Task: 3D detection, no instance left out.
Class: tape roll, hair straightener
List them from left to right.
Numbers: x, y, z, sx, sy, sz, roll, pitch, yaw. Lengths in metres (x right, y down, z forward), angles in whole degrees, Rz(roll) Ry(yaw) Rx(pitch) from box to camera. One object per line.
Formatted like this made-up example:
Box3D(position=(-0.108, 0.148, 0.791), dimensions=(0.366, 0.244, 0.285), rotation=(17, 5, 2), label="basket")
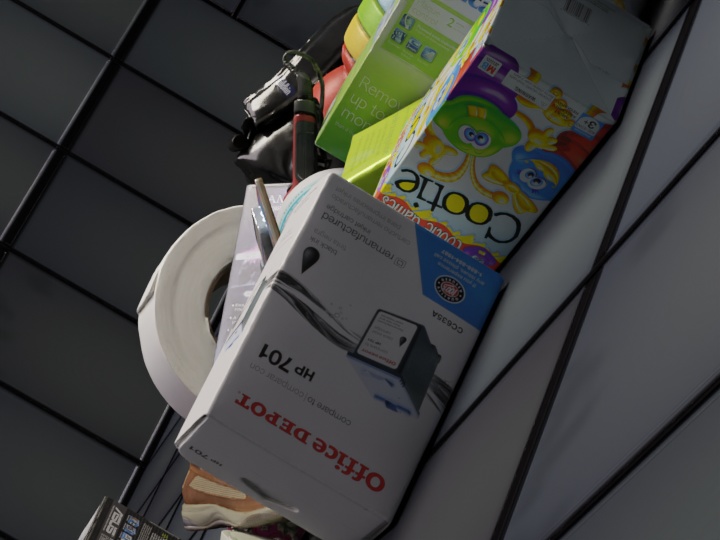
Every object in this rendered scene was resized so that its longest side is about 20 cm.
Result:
Box3D(position=(-0.093, 0.047, 2.032), dimensions=(0.203, 0.201, 0.071), rotation=(-62, 6, -22), label="tape roll")
Box3D(position=(-0.048, -0.088, 1.912), dimensions=(0.077, 0.041, 0.202), rotation=(-72, -21, -68), label="hair straightener")

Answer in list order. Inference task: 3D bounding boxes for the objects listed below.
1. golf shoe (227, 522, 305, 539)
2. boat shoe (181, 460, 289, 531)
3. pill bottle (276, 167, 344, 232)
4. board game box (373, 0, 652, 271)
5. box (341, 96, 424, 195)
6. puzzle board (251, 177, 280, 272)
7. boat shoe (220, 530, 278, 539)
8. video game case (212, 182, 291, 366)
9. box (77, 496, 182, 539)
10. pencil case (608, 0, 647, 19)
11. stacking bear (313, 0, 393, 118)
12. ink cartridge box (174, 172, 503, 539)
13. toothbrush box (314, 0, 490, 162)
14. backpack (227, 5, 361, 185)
Box3D(position=(-0.040, 0.135, 1.800), dimensions=(0.200, 0.075, 0.092), rotation=(-55, 5, 37), label="golf shoe")
Box3D(position=(-0.074, 0.152, 1.707), dimensions=(0.199, 0.075, 0.072), rotation=(-12, 83, 50), label="boat shoe")
Box3D(position=(0.000, 0.000, 1.803), dimensions=(0.111, 0.110, 0.200), rotation=(-59, 20, 12), label="pill bottle")
Box3D(position=(0.098, -0.101, 1.586), dimensions=(0.200, 0.104, 0.103), rotation=(-54, 8, 49), label="board game box")
Box3D(position=(0.082, -0.113, 1.749), dimensions=(0.199, 0.048, 0.122), rotation=(-29, 16, 15), label="box")
Box3D(position=(-0.057, 0.034, 1.823), dimensions=(0.200, 0.017, 0.152), rotation=(89, 163, -68), label="puzzle board")
Box3D(position=(-0.072, 0.222, 1.640), dimensions=(0.202, 0.071, 0.061), rotation=(89, -166, -86), label="boat shoe")
Box3D(position=(-0.049, 0.019, 1.959), dimensions=(0.019, 0.142, 0.202), rotation=(44, -129, -55), label="video game case")
Box3D(position=(-0.146, 0.264, 1.641), dimensions=(0.044, 0.160, 0.200), rotation=(-55, 8, 26), label="box")
Box3D(position=(0.184, -0.244, 1.642), dimensions=(0.091, 0.083, 0.201), rotation=(87, -155, -59), label="pencil case")
Box3D(position=(0.035, -0.180, 1.948), dimensions=(0.200, 0.114, 0.122), rotation=(-48, 11, 18), label="stacking bear")
Box3D(position=(-0.013, 0.061, 1.546), dimensions=(0.201, 0.146, 0.086), rotation=(-64, 9, -28), label="ink cartridge box")
Box3D(position=(0.076, -0.157, 1.847), dimensions=(0.201, 0.145, 0.086), rotation=(-57, 6, 22), label="toothbrush box")
Box3D(position=(-0.004, -0.138, 2.084), dimensions=(0.201, 0.166, 0.127), rotation=(-59, -16, -19), label="backpack")
